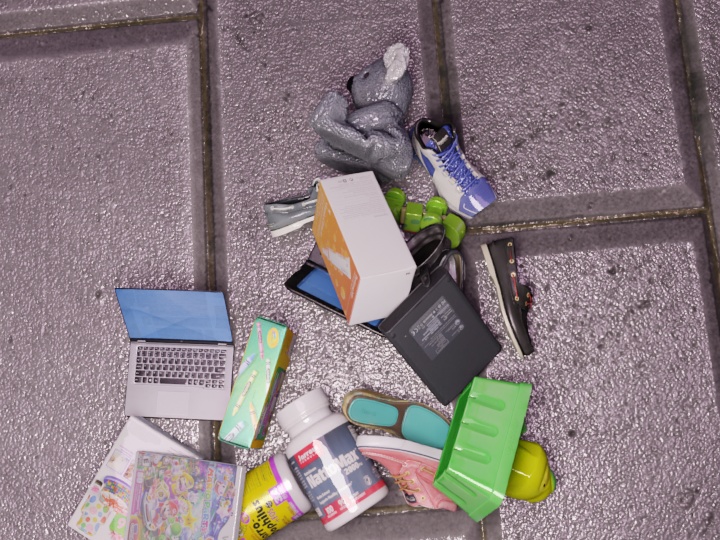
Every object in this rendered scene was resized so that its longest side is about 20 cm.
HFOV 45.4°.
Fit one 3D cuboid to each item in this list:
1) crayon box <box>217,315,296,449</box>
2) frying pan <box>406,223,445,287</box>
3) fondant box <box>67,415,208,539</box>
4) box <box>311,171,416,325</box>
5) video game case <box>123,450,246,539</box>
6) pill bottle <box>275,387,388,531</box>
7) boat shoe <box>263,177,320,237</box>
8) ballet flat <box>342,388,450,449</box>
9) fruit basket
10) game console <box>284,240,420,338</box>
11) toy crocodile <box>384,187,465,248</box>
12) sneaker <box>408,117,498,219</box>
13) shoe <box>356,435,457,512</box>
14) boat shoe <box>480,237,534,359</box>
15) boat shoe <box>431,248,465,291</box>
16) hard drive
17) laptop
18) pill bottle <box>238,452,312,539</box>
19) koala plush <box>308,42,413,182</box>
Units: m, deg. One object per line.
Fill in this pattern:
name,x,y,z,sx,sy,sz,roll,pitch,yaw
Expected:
crayon box,-0.166,0.187,1.410,0.057,0.119,0.204,16,80,6
frying pan,0.110,-0.024,1.373,0.115,0.190,0.031,-48,112,-7
fondant box,-0.363,0.363,1.416,0.142,0.058,0.203,29,81,5
box,0.001,-0.037,1.375,0.095,0.126,0.203,-11,55,-19
video game case,-0.275,0.367,1.343,0.196,0.018,0.147,2,80,22
pill bottle,-0.052,0.299,1.381,0.118,0.120,0.202,-31,78,-3
boat shoe,-0.075,-0.124,1.480,0.197,0.073,0.063,-24,100,5
ballet flat,0.061,0.238,1.408,0.196,0.071,0.072,19,80,-14
fruit basket,0.230,0.291,1.341,0.210,0.156,0.220,5,61,-10
game console,0.000,0.000,1.437,0.197,0.116,0.179,25,82,7
toy crocodile,0.086,-0.092,1.481,0.195,0.063,0.068,14,38,7
sneaker,0.147,-0.183,1.463,0.080,0.115,0.200,-39,79,-4
shoe,0.078,0.322,1.360,0.197,0.071,0.093,19,71,-24
boat shoe,0.256,0.043,1.433,0.062,0.074,0.206,-16,74,8
boat shoe,0.133,0.064,1.430,0.074,0.060,0.205,5,85,-27
hard drive,0.133,0.110,1.385,0.139,0.033,0.201,-43,123,-6
laptop,-0.311,0.142,1.429,0.182,0.116,0.205,2,79,5
pill bottle,-0.183,0.387,1.380,0.198,0.104,0.105,-32,79,-2
koala plush,0.031,-0.273,1.465,0.180,0.178,0.203,21,74,6
